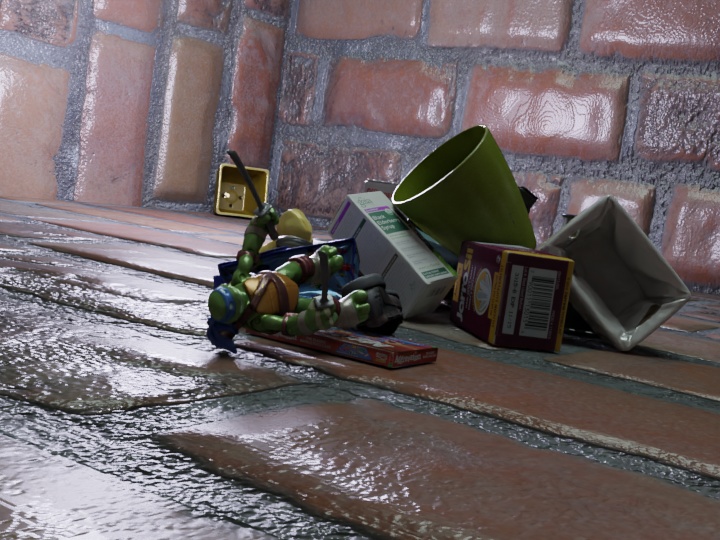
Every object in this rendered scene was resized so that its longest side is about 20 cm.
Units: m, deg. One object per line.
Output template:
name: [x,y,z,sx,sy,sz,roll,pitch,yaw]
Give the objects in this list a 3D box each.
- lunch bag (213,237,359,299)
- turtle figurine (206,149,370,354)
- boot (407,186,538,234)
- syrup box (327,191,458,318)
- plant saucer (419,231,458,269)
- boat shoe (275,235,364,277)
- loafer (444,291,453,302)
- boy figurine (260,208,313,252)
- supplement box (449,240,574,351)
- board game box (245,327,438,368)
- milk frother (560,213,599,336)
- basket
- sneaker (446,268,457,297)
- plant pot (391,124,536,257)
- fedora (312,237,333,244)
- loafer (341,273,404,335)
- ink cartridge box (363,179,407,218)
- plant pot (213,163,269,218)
lunch bag: [-0.100,0.017,1.367,0.199,0.095,0.151,-3,-8,1]
turtle figurine: [-0.058,-0.001,1.044,0.144,0.201,0.194,23,11,30]
boot: [0.186,-0.105,1.687,0.199,0.132,0.070,16,10,-3]
syrup box: [0.046,-0.027,1.531,0.079,0.082,0.200,-11,53,-47]
plant saucer: [0.169,-0.029,1.741,0.200,0.039,0.201,17,10,-3]
boat shoe: [-0.053,0.016,1.553,0.199,0.074,0.074,27,-11,-20]
loafer: [0.175,0.021,1.783,0.070,0.070,0.200,-27,11,-8]
boy figurine: [-0.132,-0.038,1.635,0.124,0.065,0.200,-23,-10,-25]
supplement box: [0.211,0.031,1.435,0.103,0.132,0.200,7,4,-13]
board game box: [-0.023,0.079,1.150,0.199,0.020,0.103,11,6,31]
milk frother: [0.328,-0.001,1.666,0.199,0.189,0.181,8,4,-3]
basket: [0.370,0.003,1.510,0.200,0.135,0.123,51,-1,-2]
sneaker: [0.119,0.024,1.702,0.078,0.080,0.200,16,8,-6]
plant pot: [0.182,-0.091,1.579,0.200,0.187,0.187,50,-7,-15]
fedora: [0.000,0.000,1.690,0.176,0.091,0.200,5,3,-30]
loafer: [0.018,0.058,1.237,0.072,0.063,0.200,-23,-16,3]
ink cartridge box: [0.064,-0.063,1.886,0.083,0.201,0.144,4,6,-34]
plant pot: [-0.482,-0.299,3.937,0.195,0.195,0.200,6,-4,-19]
